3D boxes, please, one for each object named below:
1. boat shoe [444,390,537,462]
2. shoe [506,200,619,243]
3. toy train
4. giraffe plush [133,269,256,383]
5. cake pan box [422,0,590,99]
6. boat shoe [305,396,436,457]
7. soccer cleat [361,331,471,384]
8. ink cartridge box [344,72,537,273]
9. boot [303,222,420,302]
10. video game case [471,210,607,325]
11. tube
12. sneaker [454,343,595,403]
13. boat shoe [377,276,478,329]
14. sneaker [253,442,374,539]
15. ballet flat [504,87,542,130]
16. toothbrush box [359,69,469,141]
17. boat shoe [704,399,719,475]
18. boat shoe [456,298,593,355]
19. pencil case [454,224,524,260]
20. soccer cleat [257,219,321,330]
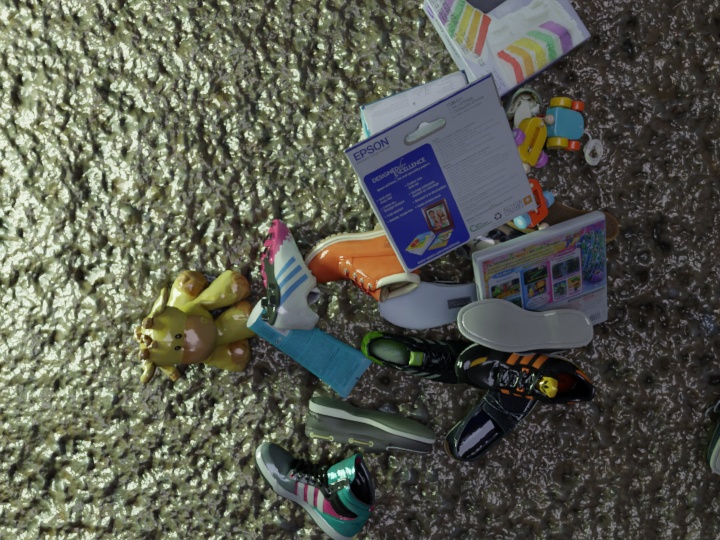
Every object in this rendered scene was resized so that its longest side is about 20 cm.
[{"bbox_3d":[0.208,0.214,1.013,0.200,0.062,0.075,-43,88,-1],"label":"boat shoe"},{"bbox_3d":[0.282,-0.072,1.002,0.197,0.053,0.071,15,72,-5],"label":"shoe"},{"bbox_3d":[0.261,-0.156,0.966,0.200,0.055,0.151,-42,117,-25],"label":"toy train"},{"bbox_3d":[-0.255,0.086,0.980,0.197,0.162,0.175,-17,90,2],"label":"giraffe plush"},{"bbox_3d":[0.217,-0.380,1.020,0.183,0.052,0.201,-31,89,0],"label":"cake pan box"},{"bbox_3d":[0.014,0.246,1.019,0.199,0.072,0.061,14,95,9],"label":"boat shoe"},{"bbox_3d":[0.097,0.133,1.007,0.197,0.081,0.069,10,90,2],"label":"soccer cleat"},{"bbox_3d":[0.104,-0.120,0.850,0.196,0.047,0.201,-26,121,5],"label":"ink cartridge box"},{"bbox_3d":[0.000,0.000,0.980,0.198,0.075,0.109,-16,62,27],"label":"boot"},{"bbox_3d":[0.264,0.026,0.972,0.198,0.024,0.184,-18,120,-7],"label":"video game case"},{"bbox_3d":[-0.076,0.115,1.017,0.199,0.050,0.078,36,96,-18],"label":"tube"},{"bbox_3d":[0.235,0.146,0.946,0.197,0.090,0.071,10,96,-13],"label":"sneaker"},{"bbox_3d":[0.122,0.045,1.014,0.196,0.068,0.075,-10,87,-4],"label":"boat shoe"},{"bbox_3d":[-0.054,0.304,0.997,0.200,0.084,0.121,41,113,-5],"label":"sneaker"},{"bbox_3d":[0.224,-0.177,1.011,0.067,0.064,0.203,15,91,0],"label":"ballet flat"},{"bbox_3d":[0.081,-0.195,0.950,0.145,0.200,0.086,-19,91,1],"label":"toothbrush box"},{"bbox_3d":[0.567,0.206,0.997,0.074,0.062,0.202,18,100,-14],"label":"boat shoe"},{"bbox_3d":[0.223,0.083,0.940,0.197,0.060,0.075,1,70,-13],"label":"boat shoe"},{"bbox_3d":[0.167,-0.049,1.008,0.198,0.090,0.078,28,63,2],"label":"pencil case"},{"bbox_3d":[-0.103,0.009,0.993,0.085,0.202,0.070,13,133,-21],"label":"soccer cleat"}]
